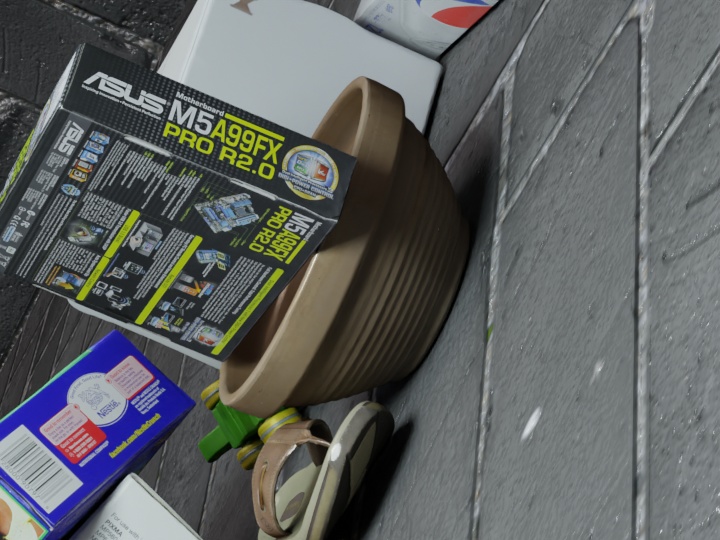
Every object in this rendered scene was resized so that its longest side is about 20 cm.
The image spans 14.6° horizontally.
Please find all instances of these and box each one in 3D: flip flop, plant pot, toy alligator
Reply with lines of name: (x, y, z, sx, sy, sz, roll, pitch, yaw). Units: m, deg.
flip flop: (-0.034, 0.116, 1.584, 0.081, 0.057, 0.200, -56, 4, -19)
plant pot: (0.000, 0.000, 1.597, 0.201, 0.092, 0.201, -61, 12, 23)
toy alligator: (-0.052, 0.073, 1.812, 0.054, 0.059, 0.200, -25, -14, -32)

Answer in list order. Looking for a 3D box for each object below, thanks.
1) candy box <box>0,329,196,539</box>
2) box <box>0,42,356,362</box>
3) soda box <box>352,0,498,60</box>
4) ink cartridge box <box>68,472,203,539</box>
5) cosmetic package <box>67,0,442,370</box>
candy box: (-0.213, 0.150, 1.716, 0.200, 0.077, 0.169, -51, -6, 36)
box: (-0.111, -0.032, 1.533, 0.200, 0.160, 0.044, 130, 159, -59)
soda box: (0.060, -0.201, 1.794, 0.069, 0.063, 0.200, -69, 11, -19)
ink cartridge box: (-0.176, 0.229, 1.691, 0.200, 0.084, 0.144, -48, -3, -13)
cosmetic package: (-0.071, -0.057, 1.856, 0.200, 0.167, 0.167, 126, 164, -51)
